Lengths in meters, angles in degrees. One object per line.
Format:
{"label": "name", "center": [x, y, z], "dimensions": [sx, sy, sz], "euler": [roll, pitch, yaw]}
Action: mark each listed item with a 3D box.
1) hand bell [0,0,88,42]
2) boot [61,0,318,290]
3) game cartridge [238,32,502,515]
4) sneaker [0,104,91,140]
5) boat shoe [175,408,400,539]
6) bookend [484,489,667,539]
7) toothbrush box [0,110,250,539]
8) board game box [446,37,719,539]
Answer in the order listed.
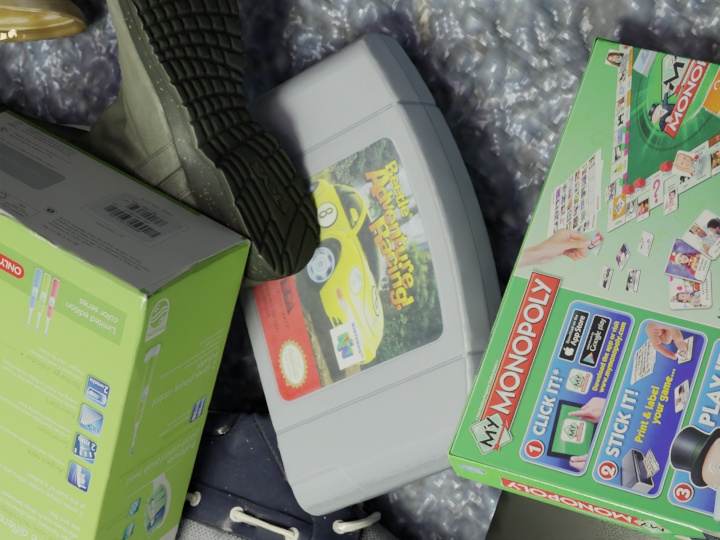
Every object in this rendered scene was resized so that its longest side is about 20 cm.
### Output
{"label": "hand bell", "center": [-0.189, -0.223, 0.881], "dimensions": [0.103, 0.104, 0.203], "euler": [-1, 89, 26]}
{"label": "boot", "center": [-0.110, -0.069, 0.820], "dimensions": [0.130, 0.068, 0.202], "euler": [-17, 97, 38]}
{"label": "game cartridge", "center": [0.000, 0.000, 0.816], "dimensions": [0.132, 0.041, 0.202], "euler": [-25, 75, 34]}
{"label": "sneaker", "center": [-0.191, -0.049, 0.899], "dimensions": [0.199, 0.099, 0.071], "euler": [26, 109, 18]}
{"label": "boat shoe", "center": [-0.021, 0.121, 0.868], "dimensions": [0.198, 0.075, 0.094], "euler": [9, 87, 13]}
{"label": "bookend", "center": [0.140, 0.151, 0.778], "dimensions": [0.197, 0.092, 0.202], "euler": [25, 112, 22]}
{"label": "toothbrush box", "center": [-0.150, 0.052, 0.806], "dimensions": [0.145, 0.086, 0.202], "euler": [27, 118, 20]}
{"label": "board game box", "center": [0.131, 0.007, 0.721], "dimensions": [0.133, 0.029, 0.202], "euler": [14, 70, 21]}
